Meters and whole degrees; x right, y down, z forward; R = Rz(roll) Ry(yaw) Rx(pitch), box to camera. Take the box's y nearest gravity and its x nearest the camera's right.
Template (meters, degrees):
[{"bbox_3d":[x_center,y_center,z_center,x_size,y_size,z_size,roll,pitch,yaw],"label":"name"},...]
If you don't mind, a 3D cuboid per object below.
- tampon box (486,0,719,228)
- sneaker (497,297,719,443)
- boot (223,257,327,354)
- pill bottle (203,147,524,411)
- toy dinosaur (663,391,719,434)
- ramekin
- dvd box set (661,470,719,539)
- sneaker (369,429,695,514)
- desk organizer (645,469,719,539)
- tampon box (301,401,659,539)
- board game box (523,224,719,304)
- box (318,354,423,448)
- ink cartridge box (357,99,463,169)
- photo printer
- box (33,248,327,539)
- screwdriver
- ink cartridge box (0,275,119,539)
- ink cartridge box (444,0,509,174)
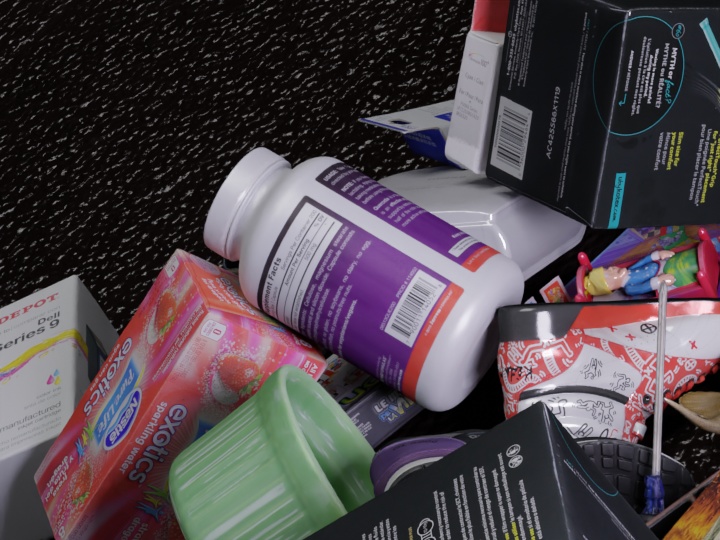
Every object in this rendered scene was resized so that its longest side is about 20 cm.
[{"bbox_3d":[0.208,-0.118,1.812,0.199,0.150,0.126,-3,20,-33],"label":"tampon box"},{"bbox_3d":[0.181,0.073,1.742,0.201,0.108,0.067,-2,1,-23],"label":"sneaker"},{"bbox_3d":[-0.040,-0.021,2.014,0.074,0.097,0.200,-9,38,29],"label":"boot"},{"bbox_3d":[0.000,0.000,1.772,0.200,0.113,0.113,31,59,16],"label":"pill bottle"},{"bbox_3d":[0.240,0.089,1.640,0.101,0.058,0.200,11,14,16],"label":"toy dinosaur"},{"bbox_3d":[-0.031,0.167,1.660,0.098,0.200,0.200,-33,31,8],"label":"ramekin"},{"bbox_3d":[0.185,0.208,1.462,0.200,0.029,0.146,-48,34,-9],"label":"dvd box set"},{"bbox_3d":[0.105,0.123,1.664,0.199,0.076,0.088,3,19,-12],"label":"sneaker"},{"bbox_3d":[0.244,0.151,1.569,0.200,0.077,0.072,-35,32,-9],"label":"desk organizer"},{"bbox_3d":[0.059,0.200,1.432,0.200,0.150,0.126,-32,32,17],"label":"tampon box"},{"bbox_3d":[0.189,0.011,1.842,0.200,0.039,0.158,-42,34,-18],"label":"board game box"},{"bbox_3d":[0.004,0.082,1.871,0.200,0.035,0.110,-38,19,-12],"label":"box"},{"bbox_3d":[0.107,-0.110,1.993,0.199,0.039,0.099,-12,13,-17],"label":"ink cartridge box"},{"bbox_3d":[0.063,-0.030,1.911,0.166,0.070,0.200,-3,12,26],"label":"photo printer"},{"bbox_3d":[-0.123,0.103,1.824,0.200,0.102,0.095,-56,30,15],"label":"box"},{"bbox_3d":[0.174,0.106,1.620,0.029,0.201,0.028,-3,-6,8],"label":"screwdriver"},{"bbox_3d":[-0.254,0.113,2.007,0.145,0.088,0.200,-23,31,11],"label":"ink cartridge box"},{"bbox_3d":[0.164,-0.155,1.887,0.199,0.177,0.045,-1,18,-33],"label":"ink cartridge box"}]
